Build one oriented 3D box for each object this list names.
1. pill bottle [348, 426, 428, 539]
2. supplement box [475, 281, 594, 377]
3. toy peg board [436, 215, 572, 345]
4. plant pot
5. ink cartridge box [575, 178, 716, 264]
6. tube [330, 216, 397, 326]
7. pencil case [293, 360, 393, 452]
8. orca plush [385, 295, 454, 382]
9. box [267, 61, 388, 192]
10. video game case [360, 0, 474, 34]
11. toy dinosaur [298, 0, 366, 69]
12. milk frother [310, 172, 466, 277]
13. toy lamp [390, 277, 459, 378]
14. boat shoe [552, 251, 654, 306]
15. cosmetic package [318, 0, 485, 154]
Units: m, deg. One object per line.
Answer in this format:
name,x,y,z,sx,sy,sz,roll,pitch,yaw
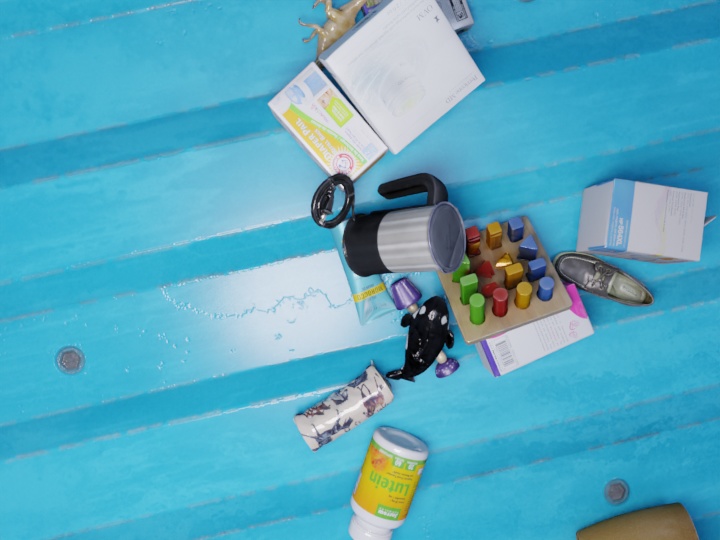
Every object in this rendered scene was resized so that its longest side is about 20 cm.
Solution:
pill bottle,0.047,0.411,1.090,0.110,0.111,0.201,18,93,-4
supplement box,0.313,0.105,1.086,0.199,0.103,0.102,-23,94,0
toy peg board,0.244,-0.003,1.025,0.198,0.098,0.201,-20,61,2
plant pot,0.523,0.545,1.102,0.199,0.186,0.188,-6,95,12
ink cartridge box,0.524,-0.084,1.063,0.198,0.129,0.126,9,88,-2
tube,0.000,0.000,1.095,0.077,0.050,0.201,-22,99,-2
pencil case,-0.034,0.260,1.094,0.199,0.090,0.078,-33,123,1
orca plush,0.098,0.140,1.049,0.105,0.071,0.200,41,124,6
box,-0.057,-0.251,1.042,0.112,0.101,0.200,-43,95,1
video game case,0.087,-0.508,1.058,0.180,0.045,0.201,-22,95,-1
toy dinosaur,-0.044,-0.458,1.050,0.101,0.058,0.200,40,111,-8
milk frother,0.045,-0.078,0.968,0.187,0.199,0.182,-4,91,40
toy lamp,0.119,0.107,1.101,0.058,0.058,0.201,-28,97,0
boat shoe,0.468,0.017,1.104,0.200,0.066,0.072,23,93,-4
cosmetic package,0.069,-0.348,0.998,0.199,0.123,0.200,-39,113,7
